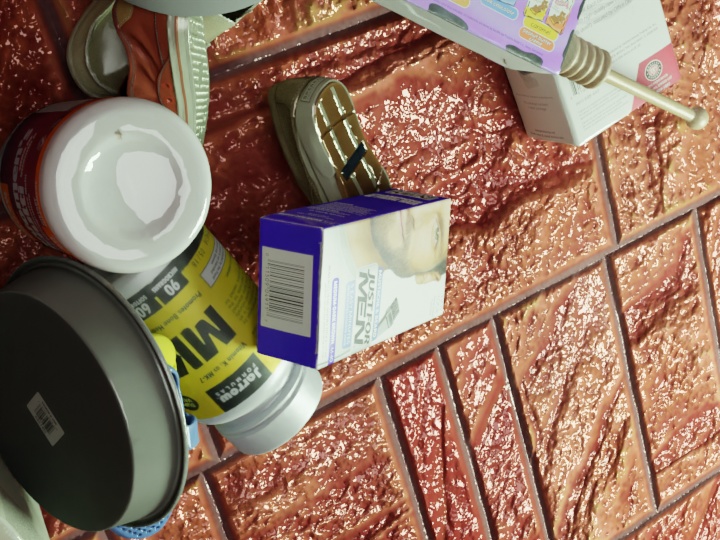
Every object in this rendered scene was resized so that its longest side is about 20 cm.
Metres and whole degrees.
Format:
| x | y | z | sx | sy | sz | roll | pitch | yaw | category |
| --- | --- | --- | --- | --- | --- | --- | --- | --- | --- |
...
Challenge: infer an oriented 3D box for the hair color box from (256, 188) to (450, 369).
| x | y | z | sx | sy | sz | roll | pitch | yaw | category |
| --- | --- | --- | --- | --- | --- | --- | --- | --- | --- |
| 0.000 | 0.000 | 0.813 | 0.200 | 0.064 | 0.110 | -19 | 116 | -57 | hair color box |

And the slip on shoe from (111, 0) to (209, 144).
| x | y | z | sx | sy | sz | roll | pitch | yaw | category |
| --- | --- | --- | --- | --- | --- | --- | --- | --- | --- |
| -0.148 | -0.128 | 0.742 | 0.061 | 0.075 | 0.201 | 6 | 144 | -1 | slip on shoe |

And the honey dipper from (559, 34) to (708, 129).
| x | y | z | sx | sy | sz | roll | pitch | yaw | category |
| --- | --- | --- | --- | --- | --- | --- | --- | --- | --- |
| 0.256 | -0.167 | 0.916 | 0.199 | 0.038 | 0.038 | 16 | 93 | -32 | honey dipper |

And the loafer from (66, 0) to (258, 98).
| x | y | z | sx | sy | sz | roll | pitch | yaw | category |
| --- | --- | --- | --- | --- | --- | --- | --- | --- | --- |
| -0.139 | -0.205 | 0.765 | 0.200 | 0.068 | 0.076 | -42 | 117 | -15 | loafer |

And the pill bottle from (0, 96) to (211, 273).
| x | y | z | sx | sy | sz | roll | pitch | yaw | category |
| --- | --- | --- | --- | --- | --- | --- | --- | --- | --- |
| -0.188 | -0.063 | 0.689 | 0.109 | 0.200 | 0.111 | -5 | 99 | -30 | pill bottle |

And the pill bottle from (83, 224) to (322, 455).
| x | y | z | sx | sy | sz | roll | pitch | yaw | category |
| --- | --- | --- | --- | --- | --- | --- | --- | --- | --- |
| -0.125 | 0.051 | 0.803 | 0.114 | 0.114 | 0.200 | -46 | 118 | -13 | pill bottle |

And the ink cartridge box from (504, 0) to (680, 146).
| x | y | z | sx | sy | sz | roll | pitch | yaw | category |
| --- | --- | --- | --- | --- | --- | --- | --- | --- | --- |
| 0.202 | -0.242 | 0.938 | 0.145 | 0.085 | 0.201 | -32 | 116 | -19 | ink cartridge box |

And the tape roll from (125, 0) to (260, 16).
| x | y | z | sx | sy | sz | roll | pitch | yaw | category |
| --- | --- | --- | --- | --- | --- | --- | --- | --- | --- |
| -0.112 | -0.271 | 0.639 | 0.198 | 0.066 | 0.202 | 1 | 81 | -3 | tape roll |

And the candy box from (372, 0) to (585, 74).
| x | y | z | sx | sy | sz | roll | pitch | yaw | category |
| --- | --- | --- | --- | --- | --- | --- | --- | --- | --- |
| 0.114 | -0.281 | 0.789 | 0.167 | 0.071 | 0.201 | 17 | 96 | -33 | candy box |

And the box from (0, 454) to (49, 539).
| x | y | z | sx | sy | sz | roll | pitch | yaw | category |
| --- | --- | --- | --- | --- | --- | --- | --- | --- | --- |
| -0.270 | 0.175 | 0.698 | 0.068 | 0.200 | 0.083 | -36 | 114 | -14 | box |

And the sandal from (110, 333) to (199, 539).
| x | y | z | sx | sy | sz | roll | pitch | yaw | category |
| --- | --- | --- | --- | --- | --- | --- | --- | --- | --- |
| -0.163 | 0.145 | 0.745 | 0.079 | 0.087 | 0.201 | -17 | 139 | -27 | sandal |

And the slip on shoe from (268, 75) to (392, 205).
| x | y | z | sx | sy | sz | roll | pitch | yaw | category |
| --- | --- | --- | --- | --- | --- | --- | --- | --- | --- |
| -0.025 | -0.080 | 0.865 | 0.076 | 0.060 | 0.201 | -57 | 141 | -30 | slip on shoe |

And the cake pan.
| x | y | z | sx | sy | sz | roll | pitch | yaw | category |
| --- | --- | --- | --- | --- | --- | --- | --- | --- | --- |
| -0.199 | 0.091 | 0.674 | 0.037 | 0.199 | 0.202 | -27 | 115 | -48 | cake pan |
